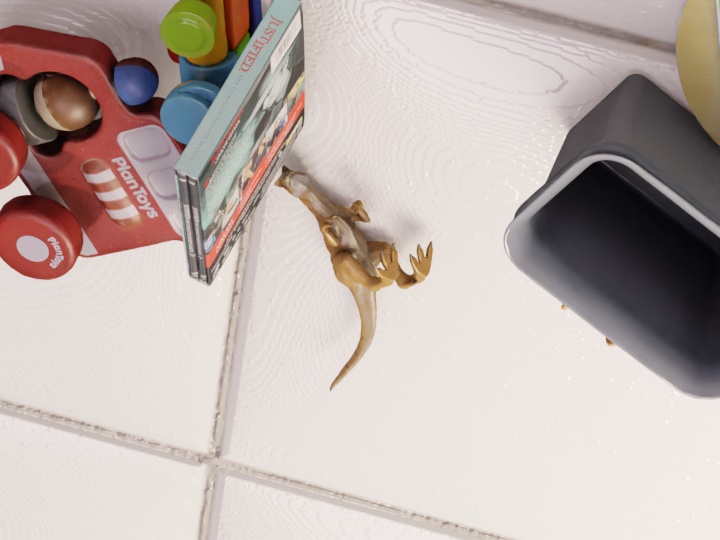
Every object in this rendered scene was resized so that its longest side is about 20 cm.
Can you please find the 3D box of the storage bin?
[{"bbox_3d":[0.207,-0.027,1.746,0.200,0.135,0.146,37,129,-13],"label":"storage bin"}]

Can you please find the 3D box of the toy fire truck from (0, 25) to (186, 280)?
[{"bbox_3d":[-0.196,-0.094,1.825,0.167,0.112,0.200,-11,124,28],"label":"toy fire truck"}]

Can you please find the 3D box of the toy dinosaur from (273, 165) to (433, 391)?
[{"bbox_3d":[0.000,0.000,1.895,0.106,0.060,0.201,8,129,43],"label":"toy dinosaur"}]

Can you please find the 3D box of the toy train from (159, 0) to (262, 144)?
[{"bbox_3d":[-0.105,-0.191,1.721,0.084,0.116,0.201,6,130,11],"label":"toy train"}]

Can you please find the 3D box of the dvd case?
[{"bbox_3d":[-0.079,-0.086,1.730,0.022,0.146,0.200,27,162,8],"label":"dvd case"}]

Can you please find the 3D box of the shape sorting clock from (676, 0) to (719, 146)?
[{"bbox_3d":[0.308,-0.142,1.685,0.199,0.039,0.201,9,129,12],"label":"shape sorting clock"}]
